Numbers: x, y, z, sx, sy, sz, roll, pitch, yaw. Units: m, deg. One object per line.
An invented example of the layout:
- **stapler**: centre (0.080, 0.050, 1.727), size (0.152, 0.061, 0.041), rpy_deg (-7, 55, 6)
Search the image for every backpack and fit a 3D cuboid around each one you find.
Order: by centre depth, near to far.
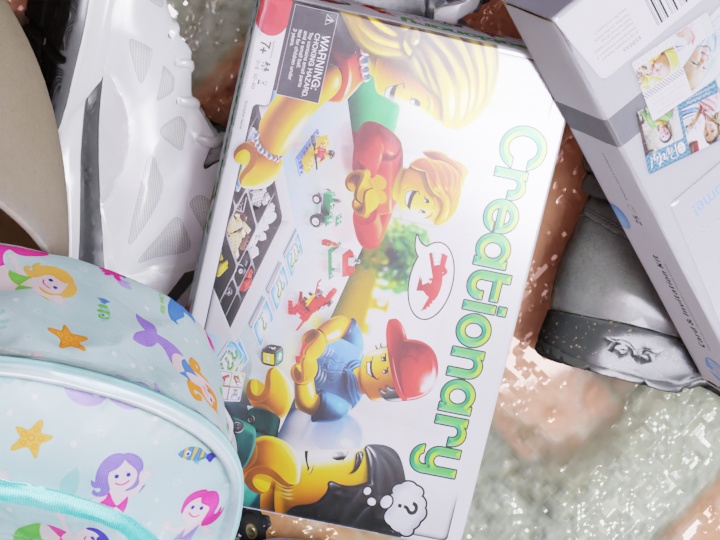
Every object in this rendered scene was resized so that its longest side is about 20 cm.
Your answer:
- **backpack**: centre (-0.134, 0.095, 0.893), size (0.177, 0.151, 0.201), rpy_deg (16, 118, -21)

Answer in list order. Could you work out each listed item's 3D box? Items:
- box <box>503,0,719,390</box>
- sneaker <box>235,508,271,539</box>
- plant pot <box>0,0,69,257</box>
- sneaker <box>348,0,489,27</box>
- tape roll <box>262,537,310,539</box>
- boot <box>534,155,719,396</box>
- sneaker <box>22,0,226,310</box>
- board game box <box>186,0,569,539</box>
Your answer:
- **box**: centre (0.162, -0.069, 0.986), size (0.156, 0.041, 0.200), rpy_deg (-40, 121, -12)
- **sneaker**: centre (-0.132, 0.094, 1.032), size (0.199, 0.072, 0.072), rpy_deg (12, 62, -23)
- **plant pot**: centre (-0.198, -0.061, 0.943), size (0.199, 0.200, 0.135), rpy_deg (14, 60, -13)
- **sneaker**: centre (0.002, -0.068, 1.029), size (0.090, 0.066, 0.201), rpy_deg (7, 99, -2)
- **tape roll**: centre (0.039, 0.173, 1.000), size (0.199, 0.200, 0.067), rpy_deg (20, 93, -13)
- **boot**: centre (0.177, -0.004, 1.073), size (0.199, 0.068, 0.132), rpy_deg (15, 90, -14)
- **sneaker**: centre (-0.076, -0.063, 1.018), size (0.115, 0.076, 0.202), rpy_deg (4, 106, -20)
- **board game box**: centre (0.000, 0.000, 0.988), size (0.125, 0.035, 0.201), rpy_deg (11, 101, -8)
